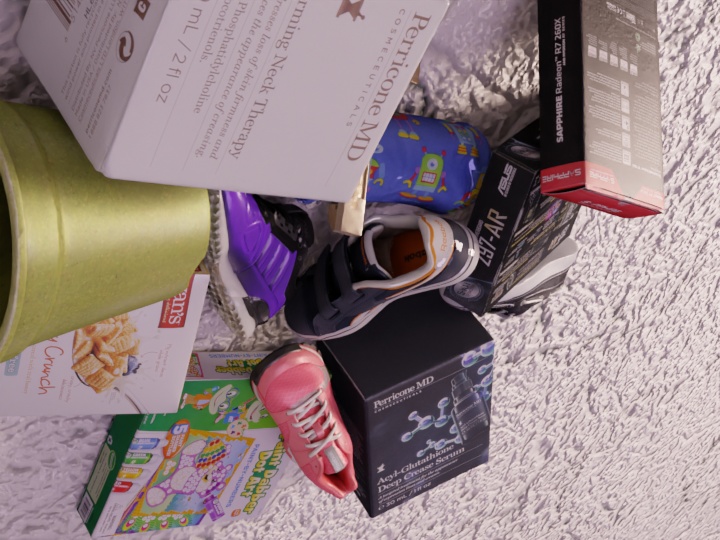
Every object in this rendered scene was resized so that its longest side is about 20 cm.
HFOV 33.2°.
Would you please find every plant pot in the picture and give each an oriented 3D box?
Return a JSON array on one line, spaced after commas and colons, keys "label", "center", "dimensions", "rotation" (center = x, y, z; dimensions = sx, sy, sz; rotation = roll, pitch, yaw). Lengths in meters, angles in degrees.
[{"label": "plant pot", "center": [-0.212, -0.034, 0.829], "dimensions": [0.184, 0.200, 0.201], "rotation": [-9, 134, -48]}]

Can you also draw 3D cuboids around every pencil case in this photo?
[{"label": "pencil case", "center": [0.018, -0.092, 1.019], "dimensions": [0.199, 0.078, 0.087], "rotation": [1, 103, -38]}]

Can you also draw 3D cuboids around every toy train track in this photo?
[{"label": "toy train track", "center": [-0.007, -0.127, 0.935], "dimensions": [0.114, 0.032, 0.201], "rotation": [13, 79, -44]}]

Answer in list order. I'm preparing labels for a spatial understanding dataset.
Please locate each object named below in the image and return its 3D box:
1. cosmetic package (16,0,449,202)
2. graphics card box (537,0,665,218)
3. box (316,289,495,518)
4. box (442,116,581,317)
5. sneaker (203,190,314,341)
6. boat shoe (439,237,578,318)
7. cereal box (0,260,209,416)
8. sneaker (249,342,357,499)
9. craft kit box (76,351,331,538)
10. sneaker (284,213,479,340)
[{"label": "cosmetic package", "center": [-0.087, -0.164, 0.798], "dimensions": [0.199, 0.166, 0.168], "rotation": [3, 125, -41]}, {"label": "graphics card box", "center": [0.207, -0.153, 1.036], "dimensions": [0.125, 0.051, 0.201], "rotation": [10, 77, -44]}, {"label": "box", "center": [0.047, 0.131, 1.234], "dimensions": [0.148, 0.107, 0.201], "rotation": [-23, 138, -18]}, {"label": "box", "center": [0.162, -0.068, 1.117], "dimensions": [0.200, 0.043, 0.161], "rotation": [-37, 151, -48]}, {"label": "sneaker", "center": [-0.089, -0.036, 1.007], "dimensions": [0.099, 0.070, 0.201], "rotation": [-32, 145, -19]}, {"label": "boat shoe", "center": [0.146, 0.016, 1.207], "dimensions": [0.200, 0.072, 0.068], "rotation": [-22, 130, -48]}, {"label": "cereal box", "center": [-0.230, 0.051, 0.964], "dimensions": [0.199, 0.040, 0.145], "rotation": [2, 122, -27]}, {"label": "sneaker", "center": [-0.039, 0.143, 1.129], "dimensions": [0.074, 0.087, 0.201], "rotation": [-32, 141, -10]}, {"label": "craft kit box", "center": [-0.150, 0.165, 1.165], "dimensions": [0.197, 0.049, 0.201], "rotation": [-1, 128, -41]}, {"label": "sneaker", "center": [0.000, 0.000, 1.056], "dimensions": [0.199, 0.079, 0.079], "rotation": [-26, 155, 27]}]
